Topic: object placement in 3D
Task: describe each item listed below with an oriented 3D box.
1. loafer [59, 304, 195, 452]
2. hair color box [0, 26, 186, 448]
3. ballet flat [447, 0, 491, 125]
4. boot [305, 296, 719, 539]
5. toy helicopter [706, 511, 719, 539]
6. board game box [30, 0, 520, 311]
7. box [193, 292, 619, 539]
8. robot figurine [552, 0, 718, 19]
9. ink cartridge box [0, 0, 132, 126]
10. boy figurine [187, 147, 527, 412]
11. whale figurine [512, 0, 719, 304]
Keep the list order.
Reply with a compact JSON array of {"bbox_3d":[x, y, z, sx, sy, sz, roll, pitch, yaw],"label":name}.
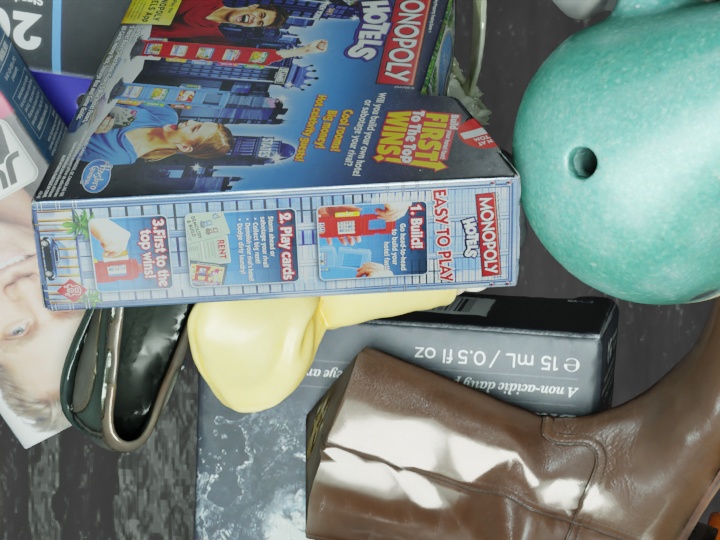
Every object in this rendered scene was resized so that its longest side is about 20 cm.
[{"bbox_3d":[-0.091,-0.006,1.149,0.072,0.063,0.200,14,97,-21],"label":"loafer"},{"bbox_3d":[-0.178,-0.019,1.196,0.100,0.061,0.200,-27,113,12],"label":"hair color box"},{"bbox_3d":[0.026,-0.146,1.151,0.072,0.072,0.200,-5,127,10],"label":"ballet flat"},{"bbox_3d":[0.076,0.059,1.082,0.200,0.064,0.187,17,96,10],"label":"boot"},{"bbox_3d":[0.202,0.085,1.092,0.079,0.132,0.200,8,99,12],"label":"toy helicopter"},{"bbox_3d":[-0.021,-0.056,1.053,0.200,0.200,0.062,6,129,9],"label":"board game box"},{"bbox_3d":[0.023,0.112,1.183,0.196,0.117,0.200,3,99,9],"label":"box"},{"bbox_3d":[0.098,-0.196,1.085,0.200,0.170,0.113,48,59,3],"label":"robot figurine"},{"bbox_3d":[-0.120,-0.141,1.183,0.198,0.043,0.200,9,118,9],"label":"ink cartridge box"},{"bbox_3d":[0.000,0.000,1.091,0.124,0.200,0.064,10,121,36],"label":"boy figurine"},{"bbox_3d":[0.147,-0.066,0.990,0.200,0.104,0.159,-34,73,38],"label":"whale figurine"}]
